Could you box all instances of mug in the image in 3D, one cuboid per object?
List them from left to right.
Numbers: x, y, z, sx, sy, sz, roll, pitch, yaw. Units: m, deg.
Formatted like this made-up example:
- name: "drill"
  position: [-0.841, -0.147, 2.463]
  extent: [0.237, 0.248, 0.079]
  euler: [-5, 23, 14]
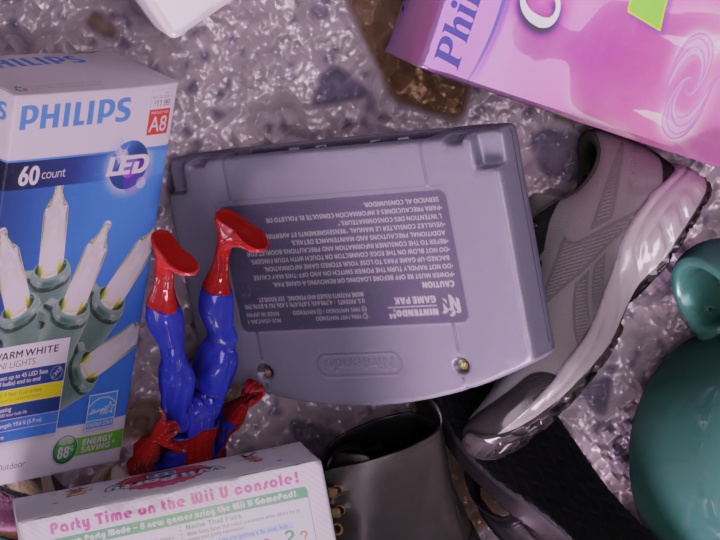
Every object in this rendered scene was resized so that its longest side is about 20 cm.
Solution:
- name: "mug"
  position: [0.220, 0.089, 1.342]
  extent: [0.185, 0.114, 0.152]
  euler: [38, 70, -17]

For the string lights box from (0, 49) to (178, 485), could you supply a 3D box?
- name: "string lights box"
  position: [-0.158, -0.002, 1.259]
  extent: [0.103, 0.059, 0.201]
  euler: [-10, 117, -45]

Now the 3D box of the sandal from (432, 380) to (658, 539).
- name: "sandal"
  position: [0.097, 0.129, 1.348]
  extent: [0.201, 0.075, 0.048]
  euler: [49, 127, 17]

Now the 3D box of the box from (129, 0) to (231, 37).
- name: "box"
  position: [-0.046, -0.214, 1.250]
  extent: [0.200, 0.152, 0.106]
  euler: [-35, 103, -4]

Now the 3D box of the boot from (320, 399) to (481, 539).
- name: "boot"
  position: [-0.029, 0.159, 1.315]
  extent: [0.200, 0.077, 0.139]
  euler: [-31, 123, -25]

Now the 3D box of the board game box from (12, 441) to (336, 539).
- name: "board game box"
  position: [-0.076, 0.196, 1.248]
  extent: [0.147, 0.064, 0.201]
  euler: [-10, 97, -9]

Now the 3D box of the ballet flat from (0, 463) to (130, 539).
- name: "ballet flat"
  position: [-0.154, 0.126, 1.301]
  extent: [0.199, 0.069, 0.071]
  euler: [16, 56, -18]

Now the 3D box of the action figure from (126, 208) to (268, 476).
- name: "action figure"
  position: [-0.084, 0.065, 1.310]
  extent: [0.065, 0.052, 0.200]
  euler: [-24, 141, -34]

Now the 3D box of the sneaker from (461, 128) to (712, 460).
- name: "sneaker"
  position: [0.101, 0.013, 1.339]
  extent: [0.079, 0.074, 0.200]
  euler: [34, 64, -1]

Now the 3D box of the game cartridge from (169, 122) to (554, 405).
- name: "game cartridge"
  position: [0.000, 0.000, 1.298]
  extent: [0.199, 0.041, 0.134]
  euler: [-3, 100, 33]

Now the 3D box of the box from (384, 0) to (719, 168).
- name: "box"
  position: [0.139, -0.159, 1.320]
  extent: [0.199, 0.097, 0.176]
  euler: [18, 96, -11]

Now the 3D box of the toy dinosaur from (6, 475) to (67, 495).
- name: "toy dinosaur"
  position: [-0.155, 0.153, 1.348]
  extent: [0.088, 0.047, 0.200]
  euler: [-45, 101, -15]
